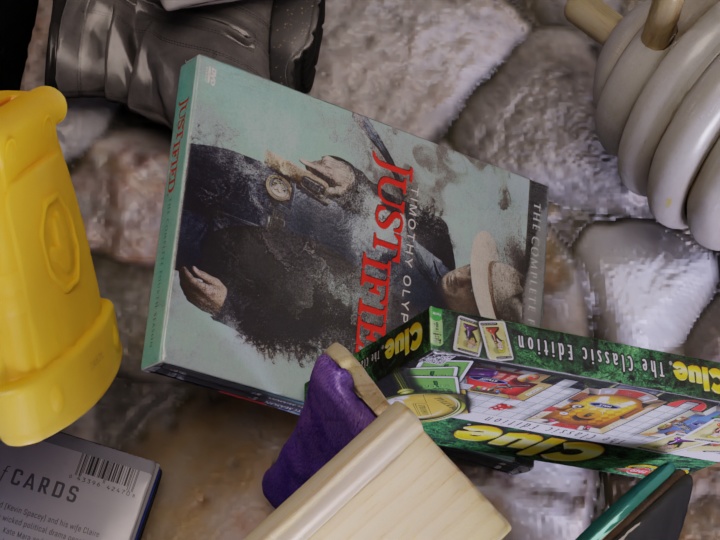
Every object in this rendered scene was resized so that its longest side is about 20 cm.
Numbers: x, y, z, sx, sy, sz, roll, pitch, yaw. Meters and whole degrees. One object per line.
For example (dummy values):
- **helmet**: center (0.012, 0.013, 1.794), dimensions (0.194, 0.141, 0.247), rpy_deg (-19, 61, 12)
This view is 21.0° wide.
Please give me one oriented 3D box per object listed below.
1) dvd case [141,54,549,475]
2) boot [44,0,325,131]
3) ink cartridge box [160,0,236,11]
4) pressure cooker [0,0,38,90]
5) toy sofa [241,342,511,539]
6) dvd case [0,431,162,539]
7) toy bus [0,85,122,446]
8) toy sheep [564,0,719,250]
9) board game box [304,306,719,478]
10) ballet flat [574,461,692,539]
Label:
- **dvd case**: center (0.000, 0.000, 0.877), dimensions (0.199, 0.022, 0.147), rpy_deg (20, 64, -30)
- **boot**: center (-0.092, -0.079, 0.938), dimensions (0.130, 0.070, 0.201), rpy_deg (9, 54, 1)
- **ink cartridge box**: center (-0.085, -0.247, 0.935), dimensions (0.084, 0.146, 0.201), rpy_deg (-13, 50, -20)
- **pressure cooker**: center (-0.252, -0.136, 0.876), dimensions (0.198, 0.179, 0.178), rpy_deg (12, 67, -2)
- **toy sofa**: center (-0.020, 0.115, 0.777), dimensions (0.083, 0.200, 0.098), rpy_deg (-40, 82, -21)
- **dvd case**: center (-0.186, 0.155, 0.835), dimensions (0.149, 0.025, 0.202), rpy_deg (17, 64, 1)
- **toy bus**: center (-0.210, -0.022, 0.774), dimensions (0.198, 0.136, 0.194), rpy_deg (-3, 107, 12)
- **toy sheep**: center (0.178, -0.078, 0.927), dimensions (0.137, 0.138, 0.200), rpy_deg (-36, 64, -20)
- **board game box**: center (0.086, 0.056, 0.829), dimensions (0.198, 0.105, 0.024), rpy_deg (11, 67, -28)
- **ballet flat**: center (0.078, 0.166, 0.844), dimensions (0.199, 0.068, 0.069), rpy_deg (-35, 83, -9)
